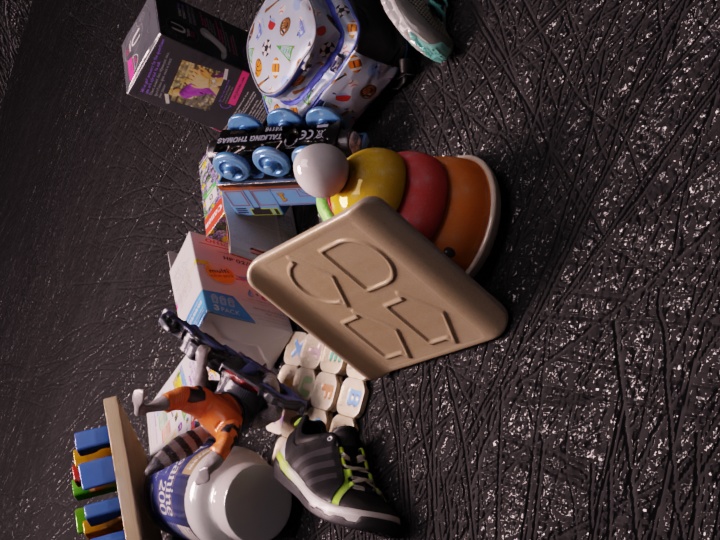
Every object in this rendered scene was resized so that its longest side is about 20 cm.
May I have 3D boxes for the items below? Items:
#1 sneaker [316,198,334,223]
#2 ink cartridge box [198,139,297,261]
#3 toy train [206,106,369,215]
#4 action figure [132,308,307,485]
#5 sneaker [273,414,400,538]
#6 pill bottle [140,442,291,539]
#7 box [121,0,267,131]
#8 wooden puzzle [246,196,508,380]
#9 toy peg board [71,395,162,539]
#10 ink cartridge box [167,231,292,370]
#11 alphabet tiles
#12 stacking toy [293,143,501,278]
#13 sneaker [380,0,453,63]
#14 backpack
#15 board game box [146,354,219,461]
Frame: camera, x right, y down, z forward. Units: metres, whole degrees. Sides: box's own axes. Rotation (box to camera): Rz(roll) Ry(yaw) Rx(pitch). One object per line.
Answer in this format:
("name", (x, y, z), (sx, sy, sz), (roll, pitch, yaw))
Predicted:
("sneaker", (0.000, 0.000, 1.211), (0.084, 0.076, 0.202), (92, 169, -58))
("ink cartridge box", (-0.138, -0.064, 1.414), (0.050, 0.108, 0.202), (-48, 38, 33))
("toy train", (-0.079, -0.123, 1.305), (0.198, 0.115, 0.088), (-1, 54, 27))
("action figure", (-0.171, 0.137, 1.243), (0.199, 0.193, 0.105), (35, 118, 18))
("sneaker", (-0.024, 0.193, 1.117), (0.199, 0.071, 0.084), (21, 89, 54))
("pill bottle", (-0.160, 0.251, 1.273), (0.199, 0.110, 0.112), (-8, 67, 57))
("box", (-0.216, -0.279, 1.572), (0.106, 0.198, 0.123), (-51, 35, 28))
("wooden puzzle", (0.015, 0.015, 1.065), (0.199, 0.185, 0.047), (-27, 30, 47))
("toy peg board", (-0.303, 0.291, 1.367), (0.200, 0.097, 0.202), (87, 167, -59))
("ink cartridge box", (-0.164, 0.023, 1.397), (0.068, 0.114, 0.201), (-59, 31, 26))
("alphabet tiles", (-0.049, 0.131, 1.255), (0.195, 0.014, 0.203), (5, 77, 59))
("stacking toy", (0.019, -0.066, 1.071), (0.146, 0.198, 0.148), (-35, 45, 45))
("sneaker", (0.069, -0.315, 1.259), (0.091, 0.077, 0.201), (-38, 49, 21))
("backpack", (-0.046, -0.250, 1.343), (0.191, 0.152, 0.202), (-58, 34, 39))
("board game box", (-0.208, 0.180, 1.461), (0.200, 0.040, 0.154), (-51, 36, 31))
